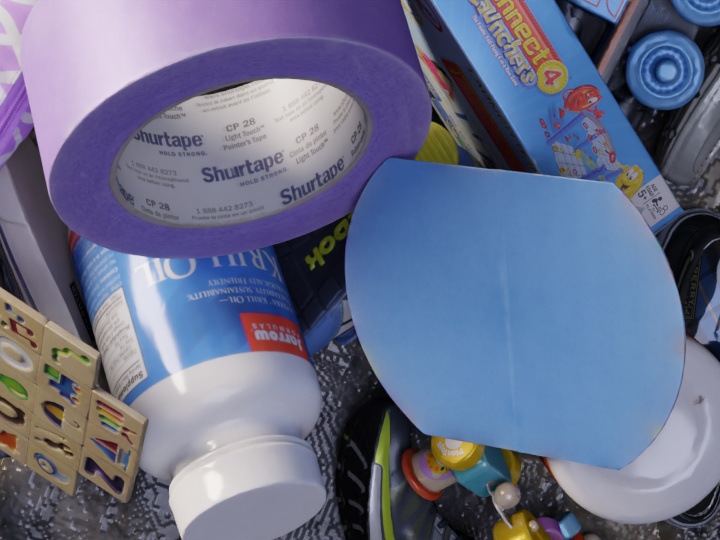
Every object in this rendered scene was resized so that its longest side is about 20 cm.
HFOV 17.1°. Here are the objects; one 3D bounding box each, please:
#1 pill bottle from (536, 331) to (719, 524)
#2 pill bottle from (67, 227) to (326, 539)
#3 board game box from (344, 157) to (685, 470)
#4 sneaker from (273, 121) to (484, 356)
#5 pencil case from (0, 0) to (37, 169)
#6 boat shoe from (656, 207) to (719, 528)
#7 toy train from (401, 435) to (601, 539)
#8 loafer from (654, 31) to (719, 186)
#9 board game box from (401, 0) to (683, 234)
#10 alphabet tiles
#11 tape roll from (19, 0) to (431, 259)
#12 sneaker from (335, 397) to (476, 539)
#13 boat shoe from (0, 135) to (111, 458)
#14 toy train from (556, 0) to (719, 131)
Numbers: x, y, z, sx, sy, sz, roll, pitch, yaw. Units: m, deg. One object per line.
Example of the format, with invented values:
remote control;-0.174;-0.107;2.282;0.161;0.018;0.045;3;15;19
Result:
pill bottle;0.136;0.064;1.369;0.109;0.200;0.110;-2;103;-9
pill bottle;-0.085;0.048;1.323;0.112;0.112;0.201;-18;64;-5
board game box;0.086;0.016;1.250;0.199;0.039;0.159;8;115;32
sneaker;0.000;0.000;1.389;0.200;0.074;0.082;-38;146;22
pencil case;-0.205;-0.098;1.291;0.084;0.085;0.200;34;83;-42
boat shoe;0.202;0.064;1.453;0.068;0.057;0.201;-3;103;-13
toy train;0.084;0.142;1.420;0.056;0.150;0.200;-31;98;13
loafer;0.247;-0.129;1.413;0.070;0.070;0.200;35;94;-7
board game box;0.075;-0.110;1.320;0.056;0.196;0.200;-35;106;-5
alphabet tiles;-0.201;0.049;1.292;0.200;0.167;0.006;32;59;8
tape roll;-0.069;-0.093;1.226;0.199;0.200;0.085;-13;62;-7
sneaker;0.036;0.166;1.449;0.081;0.074;0.201;-14;112;-13
boat shoe;-0.206;0.016;1.369;0.092;0.075;0.201;-19;94;14
toy train;0.166;-0.181;1.383;0.114;0.087;0.200;26;99;-5
